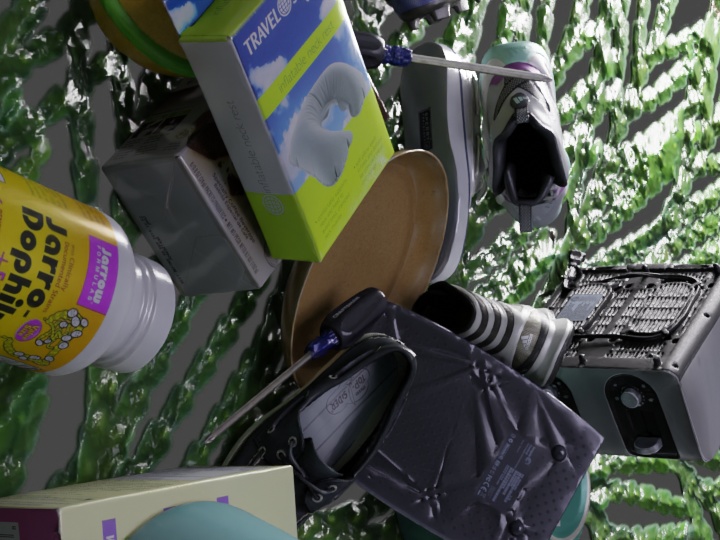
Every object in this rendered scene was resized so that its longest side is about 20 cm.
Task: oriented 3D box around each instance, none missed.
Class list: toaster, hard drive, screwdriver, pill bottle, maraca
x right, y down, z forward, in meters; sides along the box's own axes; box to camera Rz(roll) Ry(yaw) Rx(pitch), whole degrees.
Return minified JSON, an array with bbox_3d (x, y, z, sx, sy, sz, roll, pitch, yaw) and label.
[{"bbox_3d":[0.243,0.076,1.382,0.200,0.180,0.119,-47,126,-43],"label":"toaster"},{"bbox_3d":[0.068,0.126,1.161,0.199,0.042,0.136,32,82,-6],"label":"hard drive"},{"bbox_3d":[-0.047,0.063,1.064,0.200,0.029,0.028,-33,151,-41],"label":"screwdriver"},{"bbox_3d":[-0.202,-0.001,0.898,0.199,0.104,0.105,25,67,-47],"label":"pill bottle"},{"bbox_3d":[0.055,-0.163,1.194,0.198,0.029,0.028,6,72,-8],"label":"screwdriver"},{"bbox_3d":[-0.109,-0.200,1.038,0.138,0.107,0.200,54,37,-11],"label":"maraca"}]

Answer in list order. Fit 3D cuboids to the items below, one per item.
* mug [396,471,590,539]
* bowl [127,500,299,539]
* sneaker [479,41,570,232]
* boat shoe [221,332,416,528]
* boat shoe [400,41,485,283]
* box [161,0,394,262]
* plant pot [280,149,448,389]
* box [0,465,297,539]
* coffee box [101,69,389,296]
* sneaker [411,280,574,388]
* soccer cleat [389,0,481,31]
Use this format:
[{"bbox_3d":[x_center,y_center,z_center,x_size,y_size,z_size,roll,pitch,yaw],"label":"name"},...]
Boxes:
[{"bbox_3d":[0.124,0.189,1.268,0.186,0.114,0.152,59,45,-27],"label":"mug"},{"bbox_3d":[-0.058,0.237,0.895,0.200,0.104,0.203,7,82,-51],"label":"bowl"},{"bbox_3d":[0.137,-0.075,1.294,0.201,0.077,0.141,70,14,-45],"label":"sneaker"},{"bbox_3d":[-0.029,0.123,1.078,0.199,0.066,0.075,-42,102,-18],"label":"boat shoe"},{"bbox_3d":[0.074,-0.086,1.275,0.065,0.073,0.202,14,76,-45],"label":"boat shoe"},{"bbox_3d":[-0.046,-0.120,0.997,0.122,0.047,0.201,-57,140,-38],"label":"box"},{"bbox_3d":[0.000,0.000,1.149,0.200,0.027,0.201,-44,148,-37],"label":"plant pot"},{"bbox_3d":[-0.135,0.219,0.960,0.199,0.096,0.178,-3,88,-50],"label":"box"},{"bbox_3d":[-0.074,-0.091,1.086,0.113,0.079,0.200,59,45,-28],"label":"coffee box"},{"bbox_3d":[0.094,0.043,1.251,0.115,0.200,0.076,25,83,-5],"label":"sneaker"},{"bbox_3d":[0.087,-0.267,1.322,0.200,0.064,0.084,-33,104,-48],"label":"soccer cleat"}]
